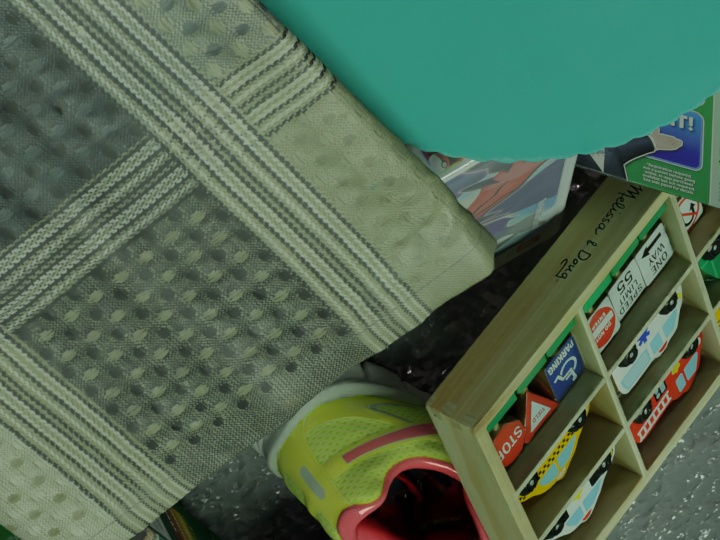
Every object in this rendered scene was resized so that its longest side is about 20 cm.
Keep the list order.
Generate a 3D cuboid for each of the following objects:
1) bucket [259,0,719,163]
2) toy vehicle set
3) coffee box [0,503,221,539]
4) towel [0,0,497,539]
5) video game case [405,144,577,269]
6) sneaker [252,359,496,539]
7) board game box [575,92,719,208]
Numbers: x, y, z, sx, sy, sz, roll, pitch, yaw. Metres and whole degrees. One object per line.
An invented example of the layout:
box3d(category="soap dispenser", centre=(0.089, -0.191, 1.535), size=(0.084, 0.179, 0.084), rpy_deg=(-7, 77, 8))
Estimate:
box3d(category="bucket", centre=(0.049, -0.143, 0.756), size=(0.205, 0.135, 0.208), rpy_deg=(2, 132, 2))
box3d(category="toy vehicle set", centre=(0.112, 0.023, 1.003), size=(0.200, 0.026, 0.125), rpy_deg=(-50, 140, -20))
box3d(category="coffee box", centre=(-0.120, 0.135, 0.977), size=(0.122, 0.044, 0.200), rpy_deg=(-33, 159, -1))
box3d(category="towel", centre=(-0.084, -0.011, 0.754), size=(0.192, 0.035, 0.200), rpy_deg=(-36, 124, 13))
box3d(category="video game case", centre=(0.000, 0.000, 0.909), size=(0.181, 0.023, 0.200), rpy_deg=(-31, 168, -5))
box3d(category="sneaker", centre=(0.047, 0.097, 1.049), size=(0.199, 0.091, 0.079), rpy_deg=(7, 124, -34))
box3d(category="board game box", centre=(0.151, -0.077, 0.892), size=(0.029, 0.199, 0.135), rpy_deg=(-50, 149, -40))
